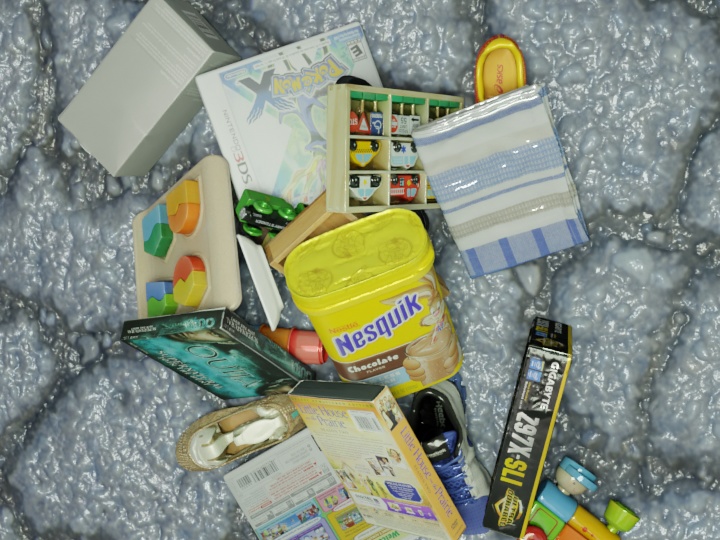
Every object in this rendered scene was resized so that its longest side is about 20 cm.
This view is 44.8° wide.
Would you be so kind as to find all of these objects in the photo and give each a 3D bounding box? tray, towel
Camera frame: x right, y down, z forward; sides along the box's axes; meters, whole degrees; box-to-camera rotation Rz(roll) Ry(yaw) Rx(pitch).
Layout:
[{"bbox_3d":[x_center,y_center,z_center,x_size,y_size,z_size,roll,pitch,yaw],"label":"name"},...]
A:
[{"bbox_3d":[0.000,0.000,0.967,0.099,0.037,0.200,-42,130,15],"label":"tray"},{"bbox_3d":[-0.110,0.010,0.985,0.022,0.200,0.108,-20,92,-6],"label":"tray"},{"bbox_3d":[0.153,-0.090,0.936,0.147,0.024,0.200,-18,119,13],"label":"towel"}]

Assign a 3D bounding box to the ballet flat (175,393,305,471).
[{"bbox_3d":[-0.157,0.203,1.080,0.200,0.065,0.071,-29,93,17],"label":"ballet flat"}]

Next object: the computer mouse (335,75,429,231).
[{"bbox_3d":[0.021,-0.124,0.982,0.034,0.059,0.200,-17,99,49],"label":"computer mouse"}]

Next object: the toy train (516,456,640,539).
[{"bbox_3d":[0.274,0.310,0.981,0.200,0.085,0.116,37,91,7],"label":"toy train"}]

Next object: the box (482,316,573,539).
[{"bbox_3d":[0.181,0.162,0.940,0.049,0.160,0.200,15,100,13],"label":"box"}]

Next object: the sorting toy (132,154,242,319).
[{"bbox_3d":[-0.212,-0.016,1.011,0.200,0.036,0.186,-25,66,45],"label":"sorting toy"}]

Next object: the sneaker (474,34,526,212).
[{"bbox_3d":[0.152,-0.151,0.949,0.073,0.077,0.200,-8,104,14],"label":"sneaker"}]

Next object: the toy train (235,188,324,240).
[{"bbox_3d":[-0.047,-0.047,0.976,0.200,0.056,0.042,14,117,-30],"label":"toy train"}]

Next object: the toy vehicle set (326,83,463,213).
[{"bbox_3d":[0.041,-0.127,0.924,0.026,0.200,0.125,6,99,41],"label":"toy vehicle set"}]

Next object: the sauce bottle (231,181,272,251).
[{"bbox_3d":[-0.093,-0.048,1.035,0.200,0.066,0.066,38,104,9],"label":"sauce bottle"}]

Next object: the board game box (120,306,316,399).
[{"bbox_3d":[-0.156,0.099,0.998,0.135,0.200,0.028,-9,60,26],"label":"board game box"}]

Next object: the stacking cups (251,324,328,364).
[{"bbox_3d":[-0.138,0.088,1.072,0.200,0.061,0.061,2,97,9],"label":"stacking cups"}]

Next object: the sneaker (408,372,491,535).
[{"bbox_3d":[0.093,0.213,0.991,0.080,0.115,0.200,-14,93,17],"label":"sneaker"}]

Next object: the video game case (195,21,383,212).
[{"bbox_3d":[-0.064,-0.166,0.998,0.200,0.022,0.183,-20,92,-6],"label":"video game case"}]

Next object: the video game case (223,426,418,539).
[{"bbox_3d":[-0.045,0.287,1.085,0.200,0.022,0.182,-32,88,15],"label":"video game case"}]

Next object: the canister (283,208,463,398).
[{"bbox_3d":[0.022,0.047,0.928,0.148,0.087,0.200,-21,135,3],"label":"canister"}]

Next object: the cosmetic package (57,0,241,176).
[{"bbox_3d":[-0.252,-0.216,1.044,0.107,0.090,0.200,47,108,6],"label":"cosmetic package"}]

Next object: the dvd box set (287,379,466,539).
[{"bbox_3d":[0.017,0.209,0.964,0.146,0.029,0.200,-6,120,48],"label":"dvd box set"}]
